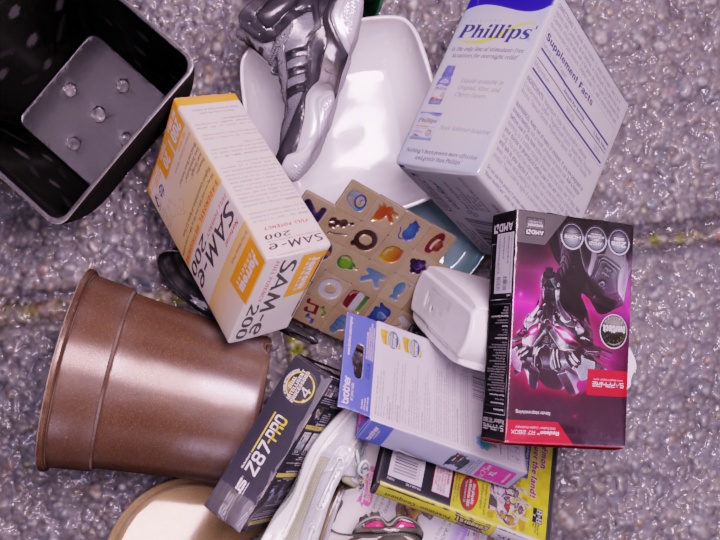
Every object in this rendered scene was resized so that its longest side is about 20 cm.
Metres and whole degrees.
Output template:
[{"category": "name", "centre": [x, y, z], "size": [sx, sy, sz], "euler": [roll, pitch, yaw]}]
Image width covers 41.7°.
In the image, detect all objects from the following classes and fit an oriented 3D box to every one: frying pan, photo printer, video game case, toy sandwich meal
[{"category": "frying pan", "centre": [-0.132, 0.018, 0.965], "size": [0.188, 0.116, 0.031], "euler": [7, 51, 37]}, {"category": "photo printer", "centre": [0.165, 0.062, 0.941], "size": [0.197, 0.166, 0.070], "euler": [15, 101, -17]}, {"category": "video game case", "centre": [0.114, 0.165, 0.955], "size": [0.178, 0.026, 0.202], "euler": [21, 47, -4]}, {"category": "toy sandwich meal", "centre": [-0.168, 0.314, 0.975], "size": [0.202, 0.070, 0.208], "euler": [6, 65, -13]}]

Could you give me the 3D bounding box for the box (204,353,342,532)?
[{"category": "box", "centre": [-0.061, 0.171, 0.930], "size": [0.049, 0.200, 0.163], "euler": [29, 88, 16]}]

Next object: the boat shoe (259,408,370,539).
[{"category": "boat shoe", "centre": [-0.031, 0.214, 0.885], "size": [0.064, 0.075, 0.203], "euler": [26, 67, 16]}]

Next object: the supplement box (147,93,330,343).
[{"category": "supplement box", "centre": [-0.123, -0.052, 0.899], "size": [0.073, 0.127, 0.201], "euler": [-13, 57, -36]}]

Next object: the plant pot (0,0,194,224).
[{"category": "plant pot", "centre": [-0.289, -0.176, 0.955], "size": [0.199, 0.177, 0.200], "euler": [40, 87, 0]}]

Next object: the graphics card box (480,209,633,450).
[{"category": "graphics card box", "centre": [0.175, 0.054, 0.834], "size": [0.123, 0.051, 0.204], "euler": [6, 83, -19]}]

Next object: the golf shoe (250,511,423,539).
[{"category": "golf shoe", "centre": [-0.033, 0.288, 0.905], "size": [0.197, 0.088, 0.078], "euler": [-11, 117, 4]}]

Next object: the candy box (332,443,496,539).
[{"category": "candy box", "centre": [0.076, 0.250, 0.994], "size": [0.198, 0.072, 0.170], "euler": [26, 88, 0]}]

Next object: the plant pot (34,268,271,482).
[{"category": "plant pot", "centre": [-0.198, 0.118, 0.944], "size": [0.195, 0.200, 0.204], "euler": [13, 87, -7]}]

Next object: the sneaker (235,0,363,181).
[{"category": "sneaker", "centre": [-0.072, -0.192, 0.913], "size": [0.112, 0.076, 0.203], "euler": [17, 81, 1]}]

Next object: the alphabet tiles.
[{"category": "alphabet tiles", "centre": [0.000, 0.000, 0.975], "size": [0.198, 0.006, 0.167], "euler": [27, 114, -24]}]

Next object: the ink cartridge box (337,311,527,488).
[{"category": "ink cartridge box", "centre": [0.065, 0.123, 0.909], "size": [0.198, 0.042, 0.120], "euler": [22, 44, -17]}]

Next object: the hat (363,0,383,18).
[{"category": "hat", "centre": [-0.073, -0.335, 0.964], "size": [0.173, 0.200, 0.169], "euler": [-4, 85, -11]}]

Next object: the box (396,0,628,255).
[{"category": "box", "centre": [0.156, -0.138, 0.936], "size": [0.104, 0.184, 0.202], "euler": [13, 72, 43]}]

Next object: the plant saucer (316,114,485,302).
[{"category": "plant saucer", "centre": [0.049, -0.067, 1.030], "size": [0.196, 0.027, 0.204], "euler": [0, 87, 0]}]

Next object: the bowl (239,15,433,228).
[{"category": "bowl", "centre": [-0.017, -0.147, 0.982], "size": [0.196, 0.075, 0.204], "euler": [-12, 87, -1]}]
